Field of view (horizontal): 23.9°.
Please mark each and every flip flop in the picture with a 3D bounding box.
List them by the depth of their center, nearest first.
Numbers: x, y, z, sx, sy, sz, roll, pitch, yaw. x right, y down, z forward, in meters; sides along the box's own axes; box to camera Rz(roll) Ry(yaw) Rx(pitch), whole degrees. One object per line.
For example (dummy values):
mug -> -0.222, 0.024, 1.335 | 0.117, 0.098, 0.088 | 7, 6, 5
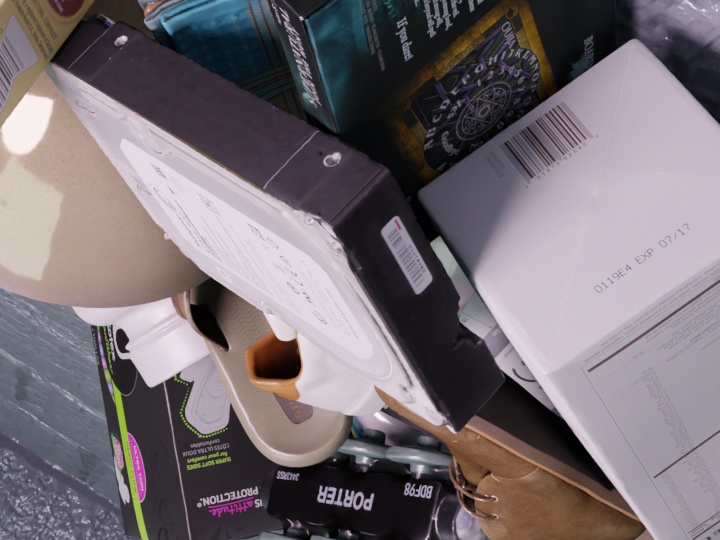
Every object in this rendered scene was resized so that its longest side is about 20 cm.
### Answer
flip flop -> -0.068, 0.012, 0.905 | 0.200, 0.081, 0.058 | 63, -176, 9

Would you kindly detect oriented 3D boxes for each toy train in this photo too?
toy train -> 0.025, 0.143, 1.003 | 0.114, 0.086, 0.200 | 20, 167, -35

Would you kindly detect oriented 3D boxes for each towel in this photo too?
towel -> -0.003, -0.083, 0.765 | 0.146, 0.022, 0.200 | -16, 151, 3

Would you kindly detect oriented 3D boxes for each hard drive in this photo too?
hard drive -> -0.040, -0.023, 0.700 | 0.200, 0.038, 0.140 | 33, 162, 41

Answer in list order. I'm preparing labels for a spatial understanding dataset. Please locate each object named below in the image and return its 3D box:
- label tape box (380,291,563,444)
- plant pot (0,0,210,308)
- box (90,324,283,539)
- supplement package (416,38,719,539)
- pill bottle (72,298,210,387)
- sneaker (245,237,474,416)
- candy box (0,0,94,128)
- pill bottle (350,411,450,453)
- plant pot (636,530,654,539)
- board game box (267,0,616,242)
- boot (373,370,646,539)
label tape box -> 0.110, 0.055, 0.903 | 0.200, 0.063, 0.144 | 28, 143, -8
plant pot -> -0.129, -0.102, 0.839 | 0.200, 0.200, 0.135 | 31, 139, 5
box -> -0.097, 0.074, 1.140 | 0.124, 0.201, 0.148 | -9, 179, -25
supplement package -> 0.126, 0.022, 0.722 | 0.110, 0.114, 0.200 | 57, -178, 39
pill bottle -> -0.140, -0.038, 0.994 | 0.200, 0.111, 0.111 | 58, 159, -1
sneaker -> 0.000, 0.000, 0.810 | 0.084, 0.073, 0.200 | 9, 133, -22
candy box -> -0.161, -0.147, 0.711 | 0.115, 0.200, 0.055 | 25, 159, 20
pill bottle -> 0.044, 0.091, 1.132 | 0.111, 0.111, 0.200 | 29, 162, 11
plant pot -> 0.161, 0.225, 1.189 | 0.177, 0.200, 0.200 | 41, 164, 14
board game box -> 0.040, -0.086, 0.652 | 0.028, 0.135, 0.200 | 49, 169, 25
boot -> 0.068, 0.096, 0.821 | 0.200, 0.075, 0.074 | 32, -159, -35
